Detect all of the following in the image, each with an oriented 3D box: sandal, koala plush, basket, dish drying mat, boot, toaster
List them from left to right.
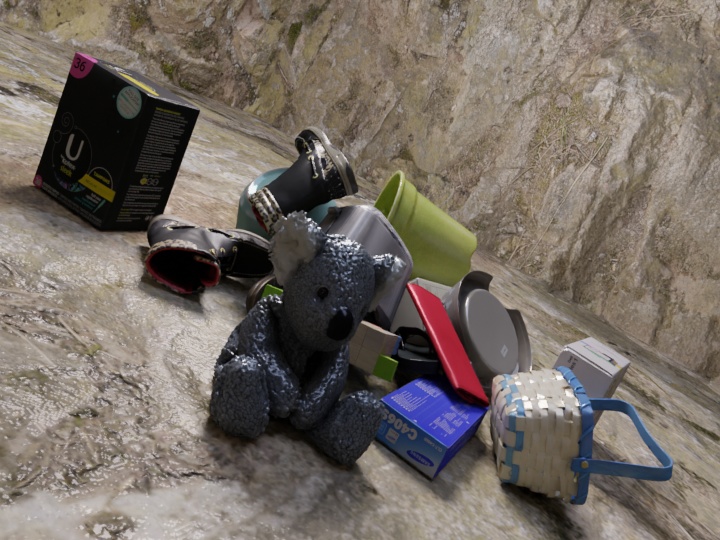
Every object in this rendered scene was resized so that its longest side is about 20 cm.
[{"bbox_3d":[-0.204,-0.015,0.886,0.195,0.075,0.151,19,14,-17],"label":"boot"},{"bbox_3d":[-0.114,0.035,0.921,0.053,0.084,0.199,-6,11,25],"label":"sandal"},{"bbox_3d":[-0.103,-0.139,0.961,0.204,0.151,0.075,49,-14,53],"label":"boot"},{"bbox_3d":[-0.050,0.051,0.656,0.173,0.204,0.184,19,14,-24],"label":"koala plush"},{"bbox_3d":[0.000,0.000,0.939,0.112,0.131,0.201,-1,-41,44],"label":"toaster"},{"bbox_3d":[0.078,0.110,0.926,0.073,0.050,0.200,5,1,-6],"label":"sandal"},{"bbox_3d":[0.117,0.099,0.890,0.076,0.018,0.202,33,25,-37],"label":"dish drying mat"},{"bbox_3d":[0.263,0.200,0.799,0.193,0.144,0.177,-1,12,7],"label":"basket"}]

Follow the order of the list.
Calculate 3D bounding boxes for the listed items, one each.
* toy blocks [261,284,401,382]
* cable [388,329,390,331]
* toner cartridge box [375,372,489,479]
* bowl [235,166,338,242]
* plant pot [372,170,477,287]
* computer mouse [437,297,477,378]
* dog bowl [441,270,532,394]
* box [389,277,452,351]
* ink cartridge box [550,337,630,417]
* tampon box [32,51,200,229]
[{"bbox_3d":[-0.025,0.084,0.856,0.195,0.103,0.136,21,-2,17],"label":"toy blocks"},{"bbox_3d":[-0.008,0.040,1.119,0.160,0.052,0.200,25,12,-9],"label":"cable"},{"bbox_3d":[0.089,0.181,0.787,0.094,0.044,0.199,31,13,21],"label":"toner cartridge box"},{"bbox_3d":[-0.121,-0.093,1.046,0.194,0.107,0.204,-3,43,3],"label":"bowl"},{"bbox_3d":[0.104,-0.046,1.155,0.180,0.204,0.201,25,13,-10],"label":"plant pot"},{"bbox_3d":[0.127,0.122,0.940,0.033,0.059,0.203,6,43,-23],"label":"computer mouse"},{"bbox_3d":[0.199,0.106,1.040,0.197,0.058,0.205,25,53,-37],"label":"dog bowl"},{"bbox_3d":[0.140,0.084,1.096,0.197,0.077,0.098,16,61,-41],"label":"box"},{"bbox_3d":[0.344,0.194,1.010,0.083,0.148,0.198,31,14,27],"label":"ink cartridge box"},{"bbox_3d":[-0.358,-0.184,0.946,0.147,0.204,0.126,29,13,17],"label":"tampon box"}]
